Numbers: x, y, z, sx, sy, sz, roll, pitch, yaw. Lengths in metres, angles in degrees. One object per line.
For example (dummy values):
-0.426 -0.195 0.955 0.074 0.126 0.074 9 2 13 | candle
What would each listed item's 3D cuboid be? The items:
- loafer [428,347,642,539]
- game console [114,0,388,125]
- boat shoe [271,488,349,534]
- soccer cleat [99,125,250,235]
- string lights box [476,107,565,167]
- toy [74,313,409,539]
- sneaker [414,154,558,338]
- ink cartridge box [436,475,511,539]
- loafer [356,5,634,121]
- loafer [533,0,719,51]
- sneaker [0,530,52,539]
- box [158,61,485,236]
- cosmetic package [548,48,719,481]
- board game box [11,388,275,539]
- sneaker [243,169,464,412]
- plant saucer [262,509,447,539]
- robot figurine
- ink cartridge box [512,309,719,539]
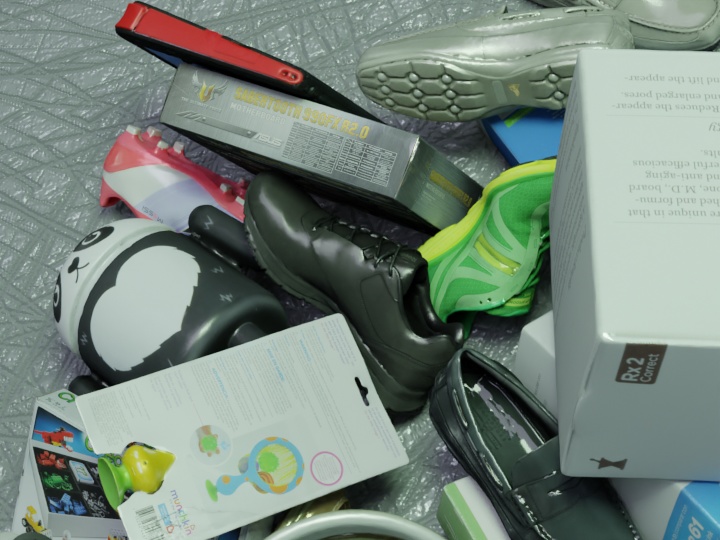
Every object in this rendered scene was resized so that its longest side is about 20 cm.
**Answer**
0.114 0.132 1.037 0.068 0.071 0.201 -29 61 -23 | loafer
-0.073 -0.138 1.234 0.176 0.200 0.031 26 91 26 | game console
-0.044 0.237 1.111 0.062 0.073 0.201 19 83 18 | boat shoe
-0.122 -0.042 1.289 0.199 0.067 0.077 32 109 24 | soccer cleat
0.169 -0.084 1.203 0.102 0.059 0.200 -33 58 1 | string lights box
-0.081 0.112 1.096 0.199 0.047 0.116 -16 72 -29 | toy
0.107 -0.014 1.150 0.200 0.074 0.084 -45 67 43 | sneaker
0.170 0.171 1.083 0.199 0.048 0.146 -20 57 -19 | ink cartridge box
0.096 -0.152 1.186 0.199 0.070 0.070 0 50 16 | loafer
0.186 -0.222 1.260 0.199 0.070 0.070 23 73 27 | loafer
-0.270 0.279 1.170 0.087 0.074 0.201 6 72 49 | sneaker
-0.024 -0.084 1.205 0.199 0.158 0.049 19 86 25 | box
0.201 0.000 0.963 0.164 0.165 0.201 1 58 0 | cosmetic package
-0.157 0.182 1.154 0.199 0.035 0.127 26 112 28 | board game box
0.000 0.000 1.166 0.200 0.076 0.091 48 128 4 | sneaker
-0.006 0.249 1.051 0.199 0.050 0.201 0 90 -5 | plant saucer
-0.134 0.043 1.202 0.200 0.125 0.150 33 46 29 | robot figurine
0.213 0.091 1.061 0.144 0.085 0.200 -28 55 -23 | ink cartridge box
